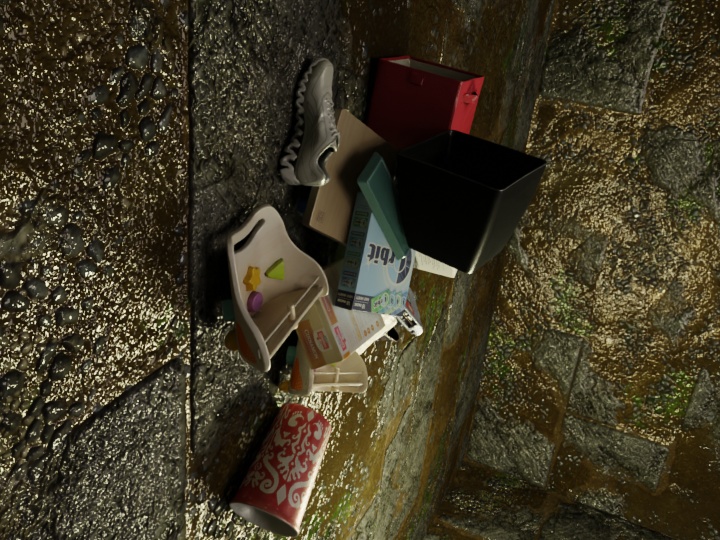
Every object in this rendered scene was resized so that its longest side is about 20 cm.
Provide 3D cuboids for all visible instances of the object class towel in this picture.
[{"bbox_3d":[0.008,0.127,1.448,0.132,0.035,0.200,-41,159,4],"label":"towel"}]

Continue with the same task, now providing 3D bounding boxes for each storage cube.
[{"bbox_3d":[0.126,-0.314,1.350,0.171,0.197,0.183,-36,144,-60],"label":"storage cube"}]

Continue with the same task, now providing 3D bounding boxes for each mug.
[{"bbox_3d":[-0.151,0.361,1.246,0.133,0.176,0.202,42,53,-27],"label":"mug"}]

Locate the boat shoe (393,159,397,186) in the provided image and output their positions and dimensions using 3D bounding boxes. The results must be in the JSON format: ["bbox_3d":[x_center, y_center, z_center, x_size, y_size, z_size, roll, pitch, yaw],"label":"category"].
[{"bbox_3d":[0.096,-0.151,1.286,0.200,0.070,0.065,46,59,-67],"label":"boat shoe"}]

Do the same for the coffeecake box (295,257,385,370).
[{"bbox_3d":[-0.045,0.070,1.239,0.200,0.072,0.156,-28,98,-63],"label":"coffeecake box"}]

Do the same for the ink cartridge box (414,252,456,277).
[{"bbox_3d":[0.146,-0.082,1.553,0.147,0.197,0.085,-61,156,-30],"label":"ink cartridge box"}]

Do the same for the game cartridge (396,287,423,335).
[{"bbox_3d":[0.078,0.046,1.542,0.200,0.040,0.134,49,17,-42],"label":"game cartridge"}]

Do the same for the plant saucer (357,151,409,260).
[{"bbox_3d":[0.052,-0.107,1.170,0.070,0.019,0.201,-59,138,-28],"label":"plant saucer"}]

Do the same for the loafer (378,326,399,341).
[{"bbox_3d":[0.051,0.118,1.635,0.073,0.062,0.201,-64,155,-20],"label":"loafer"}]

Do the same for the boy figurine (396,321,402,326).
[{"bbox_3d":[0.095,0.042,1.707,0.125,0.064,0.202,-53,154,-40],"label":"boy figurine"}]

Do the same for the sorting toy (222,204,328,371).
[{"bbox_3d":[-0.146,0.009,0.994,0.200,0.105,0.183,-53,141,-50],"label":"sorting toy"}]

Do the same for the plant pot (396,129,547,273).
[{"bbox_3d":[0.180,-0.116,1.183,0.199,0.198,0.180,-30,137,-48],"label":"plant pot"}]

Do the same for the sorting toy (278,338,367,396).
[{"bbox_3d":[-0.075,0.141,1.290,0.199,0.105,0.184,14,77,-58],"label":"sorting toy"}]

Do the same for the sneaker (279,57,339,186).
[{"bbox_3d":[-0.065,-0.230,1.066,0.075,0.080,0.204,2,101,-67],"label":"sneaker"}]

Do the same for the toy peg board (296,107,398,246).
[{"bbox_3d":[-0.041,-0.154,1.198,0.198,0.097,0.204,23,81,-54],"label":"toy peg board"}]

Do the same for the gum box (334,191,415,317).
[{"bbox_3d":[0.037,-0.024,1.222,0.169,0.044,0.204,12,89,-55],"label":"gum box"}]

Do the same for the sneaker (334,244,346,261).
[{"bbox_3d":[-0.001,0.000,1.391,0.111,0.076,0.203,-17,124,-59],"label":"sneaker"}]
